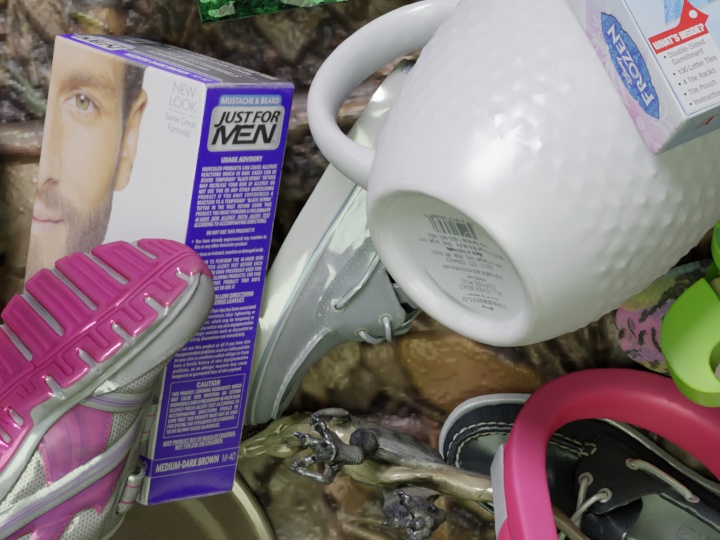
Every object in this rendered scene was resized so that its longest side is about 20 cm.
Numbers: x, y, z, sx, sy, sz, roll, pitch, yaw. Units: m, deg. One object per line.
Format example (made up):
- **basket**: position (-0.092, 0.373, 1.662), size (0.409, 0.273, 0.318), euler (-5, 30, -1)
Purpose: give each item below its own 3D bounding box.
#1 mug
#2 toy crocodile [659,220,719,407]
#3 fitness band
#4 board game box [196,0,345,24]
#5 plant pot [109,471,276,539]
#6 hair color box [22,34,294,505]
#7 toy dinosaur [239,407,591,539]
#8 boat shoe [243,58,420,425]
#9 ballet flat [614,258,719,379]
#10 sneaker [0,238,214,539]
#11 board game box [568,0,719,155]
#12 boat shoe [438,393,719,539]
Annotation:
- **mug**: position (0.069, -0.065, 1.084), size (0.199, 0.175, 0.148), euler (22, 145, 33)
- **toy crocodile**: position (0.215, -0.013, 1.126), size (0.200, 0.068, 0.062), euler (-32, 67, -14)
- **fitness band**: position (0.135, 0.121, 1.139), size (0.143, 0.200, 0.038), euler (7, 129, -10)
- **board game box**: position (0.012, -0.181, 1.156), size (0.199, 0.023, 0.105), euler (-9, 109, 12)
- **plant pot**: position (-0.149, 0.191, 1.221), size (0.199, 0.184, 0.201), euler (3, 109, 7)
- **hair color box**: position (-0.102, -0.003, 1.174), size (0.109, 0.065, 0.201), euler (20, 105, 41)
- **toy dinosaur**: position (0.018, 0.099, 1.190), size (0.199, 0.088, 0.048), euler (19, 99, 25)
- **boat shoe**: position (0.000, -0.001, 1.191), size (0.071, 0.070, 0.201), euler (31, 107, 6)
- **ballet flat**: position (0.218, 0.032, 1.169), size (0.199, 0.071, 0.069), euler (0, 120, 9)
- **sneaker**: position (-0.132, 0.071, 1.112), size (0.200, 0.081, 0.088), euler (-45, 129, 7)
- **board game box**: position (0.160, -0.172, 1.030), size (0.199, 0.041, 0.200), euler (-22, 77, -22)
- **boat shoe**: position (0.131, 0.121, 1.219), size (0.199, 0.060, 0.076), euler (20, 111, 2)
